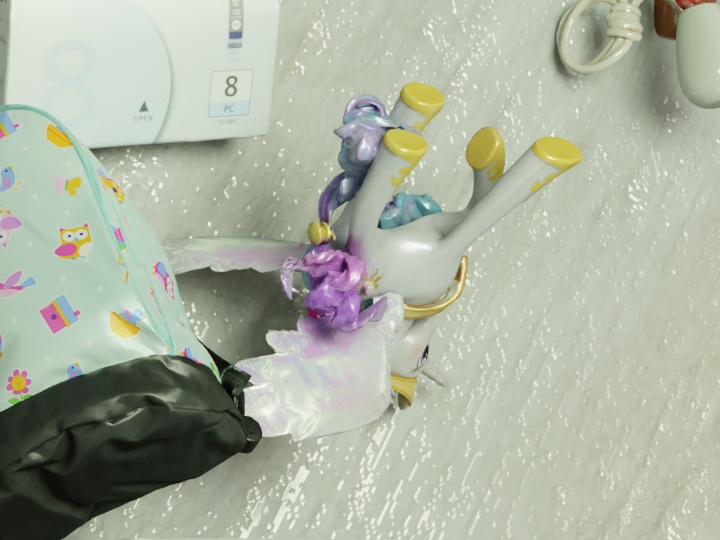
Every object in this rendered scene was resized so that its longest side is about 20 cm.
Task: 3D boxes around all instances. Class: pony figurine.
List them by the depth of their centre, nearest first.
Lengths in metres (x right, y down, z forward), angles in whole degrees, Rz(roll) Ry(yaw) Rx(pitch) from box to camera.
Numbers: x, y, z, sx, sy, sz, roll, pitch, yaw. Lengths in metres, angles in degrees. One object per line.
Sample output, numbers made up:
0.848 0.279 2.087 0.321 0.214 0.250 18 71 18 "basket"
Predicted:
0.000 0.000 1.498 0.193 0.200 0.167 1 40 -36 "pony figurine"

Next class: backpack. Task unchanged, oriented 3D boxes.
-0.155 0.019 1.395 0.167 0.127 0.200 -21 62 -3 "backpack"

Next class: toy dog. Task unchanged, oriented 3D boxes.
0.207 -0.189 1.703 0.096 0.132 0.200 28 73 -58 "toy dog"

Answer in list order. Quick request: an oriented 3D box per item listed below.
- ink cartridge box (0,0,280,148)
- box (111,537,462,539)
-0.117 -0.165 1.485 0.160 0.047 0.200 -5 113 -31 "ink cartridge box"
-0.062 0.238 1.421 0.200 0.171 0.199 4 79 -30 "box"
